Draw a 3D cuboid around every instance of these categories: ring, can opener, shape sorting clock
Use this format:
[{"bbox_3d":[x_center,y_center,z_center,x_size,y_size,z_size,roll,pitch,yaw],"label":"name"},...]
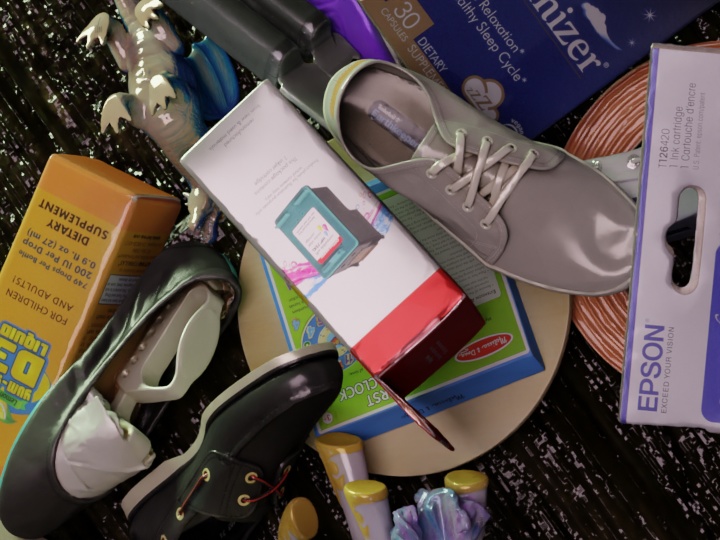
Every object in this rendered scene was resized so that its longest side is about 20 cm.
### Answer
[{"bbox_3d":[0.201,-0.025,1.611,0.200,0.019,0.201,0,89,19],"label":"ring"},{"bbox_3d":[-0.045,-0.118,1.635,0.200,0.067,0.053,38,59,16],"label":"can opener"},{"bbox_3d":[0.024,0.016,1.656,0.200,0.039,0.200,-3,83,22],"label":"shape sorting clock"}]

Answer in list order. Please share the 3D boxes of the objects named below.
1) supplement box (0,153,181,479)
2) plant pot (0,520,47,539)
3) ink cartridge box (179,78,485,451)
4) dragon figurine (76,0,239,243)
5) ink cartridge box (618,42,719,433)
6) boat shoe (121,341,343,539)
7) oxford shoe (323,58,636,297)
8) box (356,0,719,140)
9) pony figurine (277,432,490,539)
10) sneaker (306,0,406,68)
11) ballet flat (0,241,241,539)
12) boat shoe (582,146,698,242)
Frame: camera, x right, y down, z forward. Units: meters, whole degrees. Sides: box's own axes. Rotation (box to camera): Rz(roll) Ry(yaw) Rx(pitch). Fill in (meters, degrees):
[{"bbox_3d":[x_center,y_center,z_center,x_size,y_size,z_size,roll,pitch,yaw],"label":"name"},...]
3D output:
[{"bbox_3d":[-0.179,0.036,1.709,0.066,0.069,0.200,25,99,20],"label":"supplement box"},{"bbox_3d":[-0.300,0.232,1.663,0.200,0.177,0.200,30,114,16],"label":"plant pot"},{"bbox_3d":[0.000,0.000,1.572,0.067,0.116,0.200,-42,79,1],"label":"ink cartridge box"},{"bbox_3d":[-0.110,-0.110,1.693,0.059,0.099,0.200,-26,62,17],"label":"dragon figurine"},{"bbox_3d":[0.239,-0.012,1.494,0.200,0.047,0.198,6,97,6],"label":"ink cartridge box"},{"bbox_3d":[-0.063,0.109,1.635,0.201,0.074,0.063,-48,60,41],"label":"boat shoe"},{"bbox_3d":[0.063,-0.049,1.545,0.200,0.058,0.075,33,90,11],"label":"oxford shoe"},{"bbox_3d":[0.112,-0.160,1.599,0.200,0.032,0.121,-37,98,2],"label":"box"},{"bbox_3d":[0.031,0.205,1.597,0.193,0.166,0.200,13,113,44],"label":"pony figurine"},{"bbox_3d":[-0.036,-0.179,1.671,0.099,0.070,0.200,-34,82,28],"label":"sneaker"},{"bbox_3d":[-0.134,0.070,1.664,0.068,0.068,0.200,23,78,52],"label":"ballet flat"},{"bbox_3d":[0.173,-0.055,1.572,0.200,0.074,0.065,-16,78,11],"label":"boat shoe"}]
